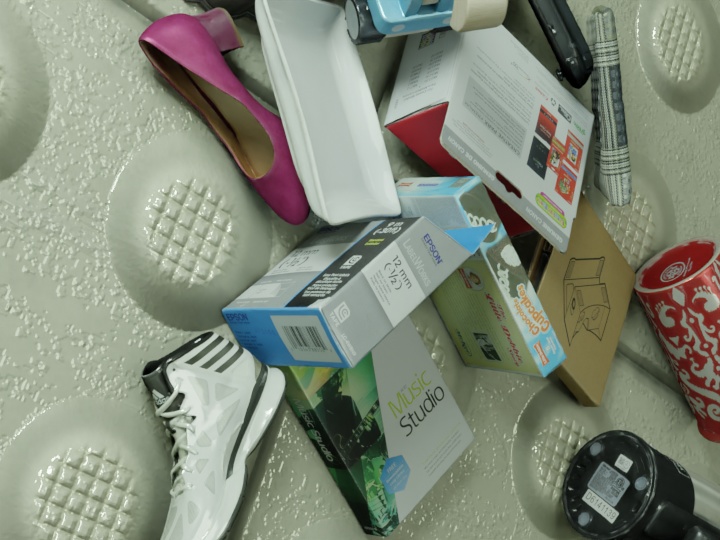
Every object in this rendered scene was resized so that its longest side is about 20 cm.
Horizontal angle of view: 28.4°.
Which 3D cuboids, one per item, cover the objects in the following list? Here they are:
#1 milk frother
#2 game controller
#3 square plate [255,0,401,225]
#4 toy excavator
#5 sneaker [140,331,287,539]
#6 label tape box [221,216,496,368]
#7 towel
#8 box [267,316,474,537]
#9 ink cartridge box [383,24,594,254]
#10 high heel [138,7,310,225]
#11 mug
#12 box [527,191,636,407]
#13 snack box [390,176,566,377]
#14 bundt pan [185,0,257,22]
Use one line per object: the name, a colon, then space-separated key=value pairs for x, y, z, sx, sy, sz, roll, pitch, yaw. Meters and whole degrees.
milk frother: x=0.296 y=0.300 z=1.482 sx=0.188 sy=0.181 sz=0.200 roll=30 pitch=111 yaw=-36
game controller: x=0.176 y=-0.272 z=1.409 sx=0.042 sy=0.104 sz=0.200 roll=-26 pitch=89 yaw=5
square plate: x=-0.029 y=-0.136 z=1.216 sx=0.198 sy=0.028 sz=0.200 roll=-14 pitch=88 yaw=-71
toy excavator: x=0.053 y=-0.257 z=1.204 sx=0.100 sy=0.200 sz=0.195 roll=-11 pitch=72 yaw=-15
sneaker: x=-0.145 y=0.138 z=1.139 sx=0.115 sy=0.076 sz=0.201 roll=37 pitch=56 yaw=-24
label tape box: x=0.000 y=0.000 z=1.210 sx=0.200 sy=0.143 sz=0.066 roll=-43 pitch=113 yaw=-31
towel: x=0.247 y=-0.171 z=1.442 sx=0.200 sy=0.035 sz=0.193 roll=-55 pitch=138 yaw=-77
box: x=0.013 y=0.119 z=1.291 sx=0.144 sy=0.036 sz=0.200 roll=-44 pitch=114 yaw=-34
ink cartridge box: x=0.122 y=-0.125 z=1.350 sx=0.200 sy=0.084 sz=0.176 roll=38 pitch=52 yaw=-33
high heel: x=-0.113 y=-0.118 z=1.174 sx=0.096 sy=0.067 sz=0.200 roll=-30 pitch=93 yaw=-47
mug: x=0.389 y=0.068 z=1.590 sx=0.133 sy=0.178 sz=0.200 roll=-32 pitch=108 yaw=1
box: x=0.223 y=0.028 z=1.453 sx=0.200 sy=0.021 sz=0.164 roll=46 pitch=56 yaw=-49
snack box: x=0.105 y=0.006 z=1.323 sx=0.037 sy=0.116 sz=0.200 roll=-38 pitch=112 yaw=-27
bundt pan: x=-0.090 y=-0.317 z=1.203 sx=0.202 sy=0.076 sz=0.202 roll=4 pitch=84 yaw=-41
